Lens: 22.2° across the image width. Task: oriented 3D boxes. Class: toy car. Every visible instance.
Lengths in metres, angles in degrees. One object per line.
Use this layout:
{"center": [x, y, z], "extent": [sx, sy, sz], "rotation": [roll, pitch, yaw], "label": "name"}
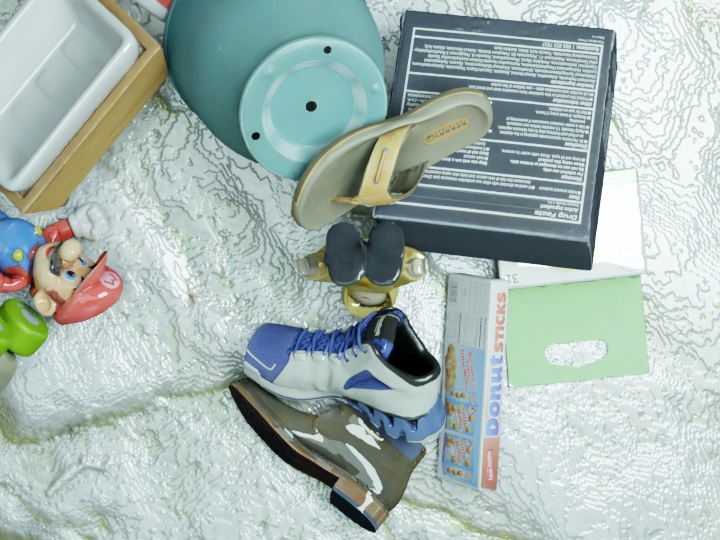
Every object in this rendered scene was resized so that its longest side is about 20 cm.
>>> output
{"center": [-0.429, 0.051, 1.741], "extent": [0.200, 0.158, 0.164], "rotation": [46, 102, 9], "label": "toy car"}

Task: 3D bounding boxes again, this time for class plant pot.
{"center": [-0.062, -0.178, 1.652], "extent": [0.198, 0.188, 0.202], "rotation": [-8, 119, -14], "label": "plant pot"}

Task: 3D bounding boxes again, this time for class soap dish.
{"center": [-0.283, -0.167, 1.720], "extent": [0.200, 0.081, 0.157], "rotation": [-49, 57, 4], "label": "soap dish"}

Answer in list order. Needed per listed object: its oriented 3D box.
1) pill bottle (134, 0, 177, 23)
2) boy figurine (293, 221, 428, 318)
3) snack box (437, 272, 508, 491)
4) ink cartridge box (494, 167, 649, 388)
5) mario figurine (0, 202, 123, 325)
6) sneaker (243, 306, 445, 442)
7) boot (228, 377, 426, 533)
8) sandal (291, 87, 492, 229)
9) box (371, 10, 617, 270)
{"center": [-0.160, -0.341, 1.715], "extent": [0.116, 0.116, 0.200], "rotation": [39, 94, -2], "label": "pill bottle"}
{"center": [0.000, 0.000, 1.693], "extent": [0.123, 0.200, 0.065], "rotation": [0, 79, 0], "label": "boy figurine"}
{"center": [0.107, 0.106, 1.763], "extent": [0.024, 0.072, 0.202], "rotation": [0, 95, -34], "label": "snack box"}
{"center": [0.203, 0.008, 1.767], "extent": [0.144, 0.048, 0.202], "rotation": [-6, 92, 1], "label": "ink cartridge box"}
{"center": [-0.313, -0.028, 1.745], "extent": [0.199, 0.106, 0.124], "rotation": [28, 87, 3], "label": "mario figurine"}
{"center": [-0.005, 0.075, 1.725], "extent": [0.198, 0.081, 0.116], "rotation": [19, 135, 11], "label": "sneaker"}
{"center": [-0.031, 0.153, 1.784], "extent": [0.200, 0.075, 0.097], "rotation": [42, 71, 5], "label": "boot"}
{"center": [0.030, -0.091, 1.589], "extent": [0.199, 0.081, 0.054], "rotation": [-26, 52, -2], "label": "sandal"}
{"center": [0.126, -0.117, 1.687], "extent": [0.198, 0.123, 0.200], "rotation": [7, 76, 10], "label": "box"}
